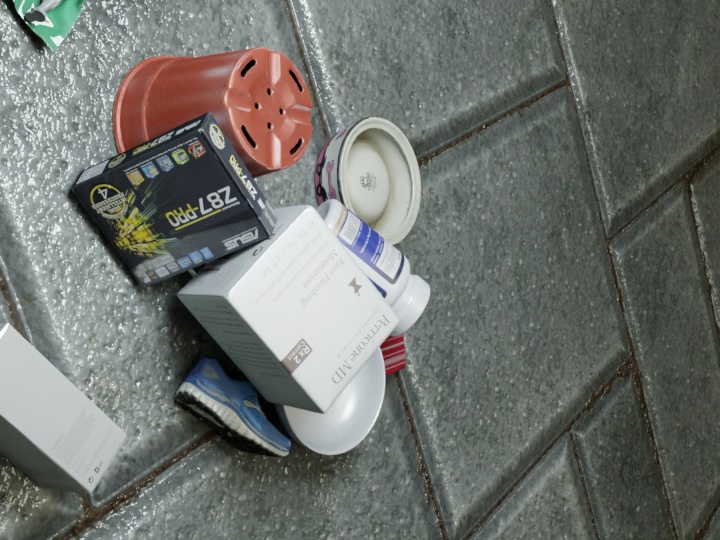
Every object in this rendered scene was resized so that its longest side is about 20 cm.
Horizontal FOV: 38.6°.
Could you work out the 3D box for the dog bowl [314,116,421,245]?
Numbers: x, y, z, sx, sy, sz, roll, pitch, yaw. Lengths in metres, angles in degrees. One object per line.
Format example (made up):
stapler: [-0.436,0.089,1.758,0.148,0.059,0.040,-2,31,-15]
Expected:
dog bowl: [0.008,-0.136,1.616,0.199,0.073,0.204,5,84,-49]

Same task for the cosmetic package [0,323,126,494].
cosmetic package: [-0.368,0.154,1.129,0.201,0.107,0.085,55,50,-32]

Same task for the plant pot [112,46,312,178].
plant pot: [-0.177,-0.192,1.313,0.199,0.193,0.204,7,81,-49]

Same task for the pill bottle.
pill bottle: [0.000,0.000,1.492,0.199,0.115,0.117,39,57,-18]

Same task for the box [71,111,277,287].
box: [-0.224,-0.082,1.248,0.162,0.198,0.049,58,25,-30]

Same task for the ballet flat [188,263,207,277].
ballet flat: [-0.183,-0.002,1.396,0.199,0.069,0.072,30,85,-38]

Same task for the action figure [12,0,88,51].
action figure: [-0.346,-0.370,1.246,0.119,0.054,0.201,56,45,-26]

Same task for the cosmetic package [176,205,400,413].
cosmetic package: [-0.092,0.048,1.312,0.165,0.164,0.201,-48,112,-22]

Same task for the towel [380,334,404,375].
towel: [0.029,0.065,1.632,0.144,0.022,0.203,-10,96,-63]

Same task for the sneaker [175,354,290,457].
sneaker: [-0.156,0.185,1.393,0.200,0.078,0.090,47,56,-35]

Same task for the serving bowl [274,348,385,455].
serving bowl: [-0.055,0.162,1.487,0.198,0.065,0.204,2,87,-44]
